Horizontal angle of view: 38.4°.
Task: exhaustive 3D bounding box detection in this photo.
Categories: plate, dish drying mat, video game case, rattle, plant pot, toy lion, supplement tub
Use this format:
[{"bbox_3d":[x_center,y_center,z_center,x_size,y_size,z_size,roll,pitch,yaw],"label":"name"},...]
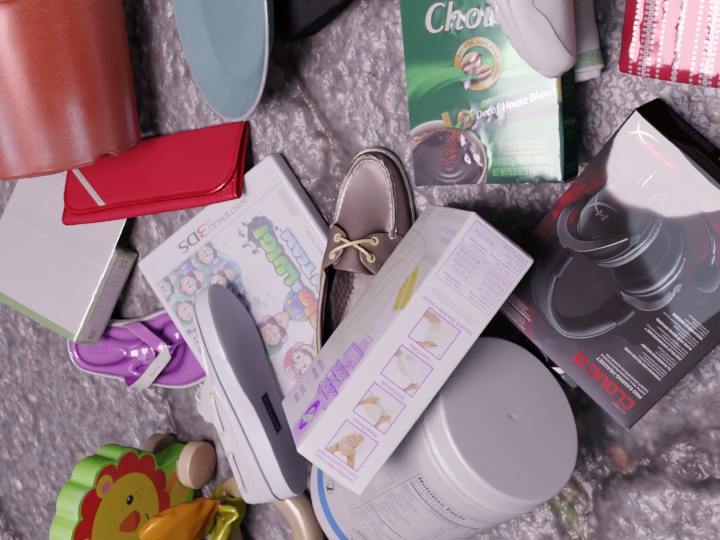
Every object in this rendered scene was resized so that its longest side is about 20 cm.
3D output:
[{"bbox_3d":[-0.110,-0.223,0.846,0.200,0.025,0.201,37,135,50],"label":"plate"},{"bbox_3d":[-0.192,-0.088,0.947,0.199,0.018,0.077,-7,67,27],"label":"dish drying mat"},{"bbox_3d":[-0.087,0.028,0.932,0.182,0.024,0.201,-35,86,25],"label":"video game case"},{"bbox_3d":[-0.090,0.288,0.961,0.130,0.143,0.201,-31,81,15],"label":"rattle"},{"bbox_3d":[-0.285,-0.192,0.904,0.200,0.201,0.197,1,111,30],"label":"plant pot"},{"bbox_3d":[-0.217,0.256,0.988,0.068,0.191,0.202,7,108,28],"label":"toy lion"},{"bbox_3d":[0.059,0.148,0.809,0.132,0.132,0.200,54,137,6],"label":"supplement tub"}]

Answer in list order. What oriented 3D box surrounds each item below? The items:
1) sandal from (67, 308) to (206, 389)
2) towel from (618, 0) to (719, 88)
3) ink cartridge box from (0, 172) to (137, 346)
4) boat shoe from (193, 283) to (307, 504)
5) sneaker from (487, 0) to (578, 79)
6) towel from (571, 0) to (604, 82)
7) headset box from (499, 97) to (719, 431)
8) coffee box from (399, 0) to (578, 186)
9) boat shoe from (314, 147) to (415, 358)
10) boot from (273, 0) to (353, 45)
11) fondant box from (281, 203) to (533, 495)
[{"bbox_3d":[-0.219,0.084,1.024,0.201,0.050,0.083,-7,101,31],"label":"sandal"},{"bbox_3d":[0.274,-0.188,0.674,0.199,0.022,0.146,14,113,28],"label":"towel"},{"bbox_3d":[-0.287,-0.046,1.028,0.145,0.048,0.201,25,91,22],"label":"ink cartridge box"},{"bbox_3d":[-0.113,0.113,0.907,0.065,0.074,0.201,-19,91,21],"label":"boat shoe"},{"bbox_3d":[0.120,-0.225,0.647,0.099,0.078,0.201,-11,98,22],"label":"sneaker"},{"bbox_3d":[0.095,-0.229,0.767,0.148,0.031,0.201,-7,98,29],"label":"towel"},{"bbox_3d":[0.196,0.003,0.743,0.149,0.077,0.200,45,120,11],"label":"headset box"},{"bbox_3d":[0.090,-0.163,0.742,0.122,0.044,0.202,2,102,28],"label":"coffee box"},{"bbox_3d":[0.000,0.000,0.848,0.071,0.059,0.202,10,98,16],"label":"boat shoe"},{"bbox_3d":[-0.030,-0.276,0.767,0.200,0.065,0.166,165,98,-66],"label":"boot"},{"bbox_3d":[0.027,0.049,0.754,0.058,0.144,0.201,36,90,-10],"label":"fondant box"}]
